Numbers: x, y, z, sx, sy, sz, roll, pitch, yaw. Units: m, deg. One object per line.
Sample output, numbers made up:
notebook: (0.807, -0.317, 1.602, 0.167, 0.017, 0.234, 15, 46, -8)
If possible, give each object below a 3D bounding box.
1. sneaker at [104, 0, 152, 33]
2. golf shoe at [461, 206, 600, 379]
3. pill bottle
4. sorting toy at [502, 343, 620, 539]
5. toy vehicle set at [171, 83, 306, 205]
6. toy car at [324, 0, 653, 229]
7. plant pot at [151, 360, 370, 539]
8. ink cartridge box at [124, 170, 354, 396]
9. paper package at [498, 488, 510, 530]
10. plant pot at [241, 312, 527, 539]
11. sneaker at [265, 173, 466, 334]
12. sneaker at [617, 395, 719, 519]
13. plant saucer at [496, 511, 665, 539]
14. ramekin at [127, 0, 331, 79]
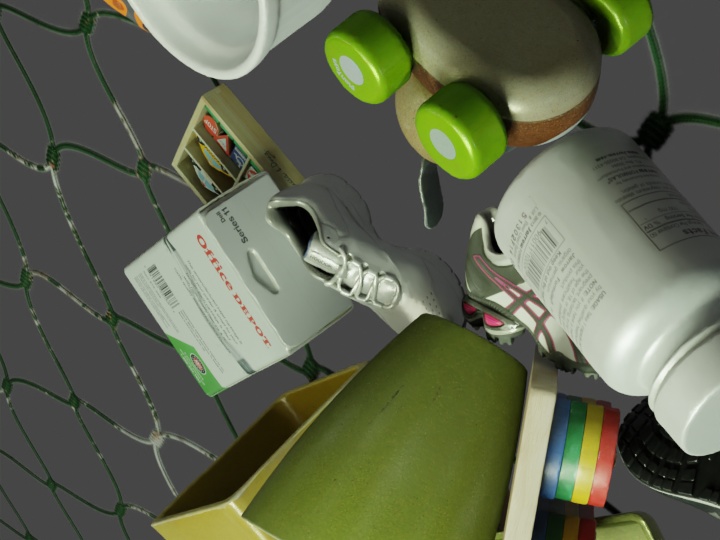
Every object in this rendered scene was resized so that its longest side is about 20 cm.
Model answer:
sneaker: (-0.201, -0.276, 1.446, 0.112, 0.077, 0.201, 23, 141, 42)
golf shoe: (0.146, 0.017, 1.253, 0.199, 0.077, 0.089, 18, 123, 43)
pill bottle: (0.182, 0.014, 1.112, 0.200, 0.114, 0.115, 54, 154, 33)
sorting toy: (0.141, 0.170, 1.267, 0.069, 0.199, 0.202, 10, 97, 6)
toy vehicle set: (-0.083, -0.056, 1.553, 0.200, 0.026, 0.124, 50, 149, 10)
toy car: (0.080, -0.108, 1.149, 0.158, 0.164, 0.201, 41, 157, 23)
plant pot: (-0.035, 0.235, 1.619, 0.200, 0.195, 0.194, 52, 151, -7)
ink cartridge box: (-0.110, 0.015, 1.549, 0.147, 0.083, 0.200, 57, 151, -3)
paper package: (0.056, 0.265, 1.507, 0.103, 0.190, 0.201, -2, 119, 52)
plant pot: (0.039, 0.141, 1.312, 0.186, 0.201, 0.187, 29, 172, 4)
sneaker: (0.000, 0.000, 1.413, 0.200, 0.087, 0.075, 38, 117, 24)
sneaker: (0.260, 0.155, 1.227, 0.088, 0.076, 0.200, 49, 169, -35)
plant saucer: (0.201, 0.278, 1.425, 0.199, 0.048, 0.201, -17, 106, 44)
ramekin: (-0.104, -0.254, 1.316, 0.200, 0.097, 0.202, 36, 145, 31)
